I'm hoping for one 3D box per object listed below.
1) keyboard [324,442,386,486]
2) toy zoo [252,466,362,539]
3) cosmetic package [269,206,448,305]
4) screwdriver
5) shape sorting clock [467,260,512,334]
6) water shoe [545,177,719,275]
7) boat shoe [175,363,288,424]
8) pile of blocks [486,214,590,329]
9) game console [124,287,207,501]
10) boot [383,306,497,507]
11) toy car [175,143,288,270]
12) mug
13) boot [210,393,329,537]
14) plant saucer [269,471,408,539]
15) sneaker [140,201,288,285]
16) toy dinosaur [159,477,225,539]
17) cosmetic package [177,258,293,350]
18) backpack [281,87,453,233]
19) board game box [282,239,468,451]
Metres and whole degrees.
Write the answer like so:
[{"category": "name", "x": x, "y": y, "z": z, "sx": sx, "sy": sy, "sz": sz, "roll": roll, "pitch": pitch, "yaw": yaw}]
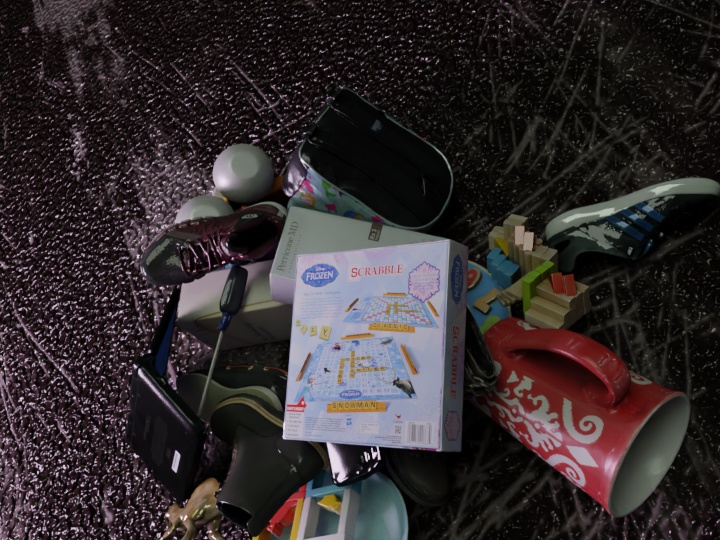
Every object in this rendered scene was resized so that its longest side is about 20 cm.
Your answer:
[{"category": "keyboard", "x": -0.002, "y": 0.125, "z": 0.909, "sx": 0.104, "sy": 0.039, "sz": 0.202, "roll": -29, "pitch": 62, "yaw": 35}, {"category": "toy zoo", "x": -0.057, "y": 0.255, "z": 0.943, "sx": 0.130, "sy": 0.020, "sz": 0.201, "roll": -19, "pitch": 39, "yaw": 28}, {"category": "cosmetic package", "x": 0.000, "y": 0.000, "z": 0.986, "sx": 0.198, "sy": 0.074, "sz": 0.102, "roll": 12, "pitch": 62, "yaw": 4}, {"category": "screwdriver", "x": -0.178, "y": 0.089, "z": 1.025, "sx": 0.029, "sy": 0.028, "sz": 0.201, "roll": 18, "pitch": 76, "yaw": 1}, {"category": "shape sorting clock", "x": 0.086, "y": 0.068, "z": 1.014, "sx": 0.198, "sy": 0.039, "sz": 0.201, "roll": -13, "pitch": 57, "yaw": 20}, {"category": "water shoe", "x": 0.316, "y": -0.046, "z": 0.960, "sx": 0.199, "sy": 0.071, "sz": 0.080, "roll": -16, "pitch": 77, "yaw": 22}, {"category": "boat shoe", "x": -0.158, "y": 0.158, "z": 1.074, "sx": 0.200, "sy": 0.074, "sz": 0.063, "roll": -1, "pitch": 22, "yaw": 38}, {"category": "pile of blocks", "x": 0.187, "y": -0.008, "z": 0.957, "sx": 0.081, "sy": 0.063, "sz": 0.200, "roll": -17, "pitch": 34, "yaw": -10}, {"category": "game console", "x": -0.225, "y": 0.158, "z": 1.039, "sx": 0.176, "sy": 0.201, "sz": 0.116, "roll": 43, "pitch": 52, "yaw": 17}, {"category": "boot", "x": 0.083, "y": 0.138, "z": 0.874, "sx": 0.174, "sy": 0.069, "sz": 0.201, "roll": -39, "pitch": 66, "yaw": 52}, {"category": "toy car", "x": -0.162, "y": -0.064, "z": 1.166, "sx": 0.149, "sy": 0.175, "sz": 0.201, "roll": 33, "pitch": 73, "yaw": -2}, {"category": "mug", "x": 0.214, "y": 0.119, "z": 0.846, "sx": 0.133, "sy": 0.179, "sz": 0.199, "roll": -17, "pitch": 34, "yaw": -38}, {"category": "boot", "x": -0.139, "y": 0.216, "z": 0.947, "sx": 0.199, "sy": 0.078, "sz": 0.138, "roll": 1, "pitch": 34, "yaw": 45}, {"category": "plant saucer", "x": -0.027, "y": 0.311, "z": 0.907, "sx": 0.200, "sy": 0.039, "sz": 0.202, "roll": -24, "pitch": 39, "yaw": 21}, {"category": "sneaker", "x": -0.180, "y": -0.031, "z": 1.011, "sx": 0.199, "sy": 0.076, "sz": 0.116, "roll": -23, "pitch": 11, "yaw": -1}, {"category": "toy dinosaur", "x": -0.181, "y": 0.284, "z": 0.971, "sx": 0.199, "sy": 0.058, "sz": 0.102, "roll": -26, "pitch": 35, "yaw": 30}, {"category": "cosmetic package", "x": -0.128, "y": 0.043, "z": 1.098, "sx": 0.198, "sy": 0.104, "sz": 0.074, "roll": -12, "pitch": 59, "yaw": 22}, {"category": "backpack", "x": 0.013, "y": -0.112, "z": 1.073, "sx": 0.199, "sy": 0.151, "sz": 0.178, "roll": 28, "pitch": 51, "yaw": -1}, {"category": "board game box", "x": 0.013, "y": 0.077, "z": 0.852, "sx": 0.199, "sy": 0.041, "sz": 0.201, "roll": -4, "pitch": 77, "yaw": 37}]
